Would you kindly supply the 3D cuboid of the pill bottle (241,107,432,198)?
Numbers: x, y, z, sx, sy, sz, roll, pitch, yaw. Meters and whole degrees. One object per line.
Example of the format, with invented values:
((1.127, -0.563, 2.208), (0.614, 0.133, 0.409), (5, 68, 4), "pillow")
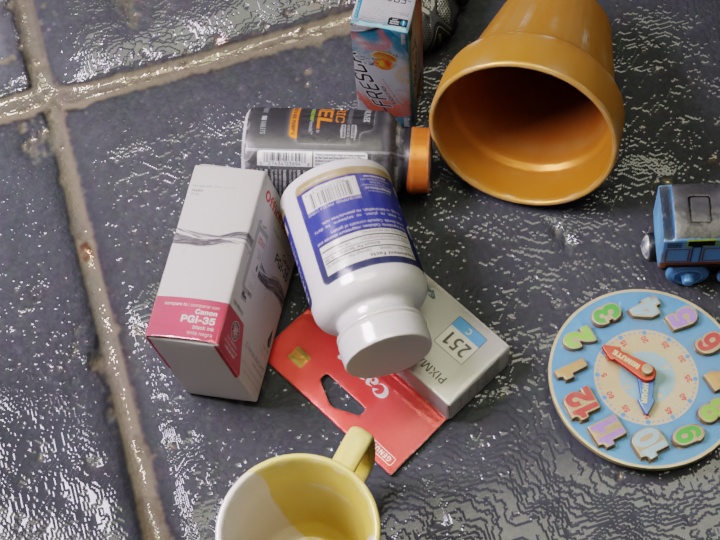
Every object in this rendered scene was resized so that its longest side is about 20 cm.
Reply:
((-0.023, -0.120, 1.794), (0.200, 0.106, 0.106), (2, 64, 4), "pill bottle")

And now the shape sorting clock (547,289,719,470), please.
((0.290, 0.107, 1.701), (0.200, 0.039, 0.200), (-1, 64, 3), "shape sorting clock")

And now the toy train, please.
((0.392, -0.037, 1.723), (0.200, 0.114, 0.087), (0, 64, 4), "toy train")

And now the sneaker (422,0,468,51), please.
((0.054, -0.341, 1.917), (0.114, 0.076, 0.200), (-24, 68, -10), "sneaker")

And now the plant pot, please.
((0.191, -0.203, 1.787), (0.200, 0.200, 0.183), (13, 50, 9), "plant pot")

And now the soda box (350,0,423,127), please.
((0.030, -0.232, 1.793), (0.063, 0.200, 0.068), (10, 66, 8), "soda box")

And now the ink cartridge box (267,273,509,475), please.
((0.023, 0.082, 1.727), (0.200, 0.045, 0.176), (41, 71, 20), "ink cartridge box")

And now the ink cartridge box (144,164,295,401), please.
((-0.137, 0.012, 1.707), (0.083, 0.147, 0.200), (6, 64, 18), "ink cartridge box")

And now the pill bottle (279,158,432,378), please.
((0.000, 0.000, 1.677), (0.120, 0.120, 0.200), (-16, 63, -4), "pill bottle")

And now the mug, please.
((-0.037, 0.260, 1.582), (0.186, 0.153, 0.149), (-28, 65, -11), "mug")
